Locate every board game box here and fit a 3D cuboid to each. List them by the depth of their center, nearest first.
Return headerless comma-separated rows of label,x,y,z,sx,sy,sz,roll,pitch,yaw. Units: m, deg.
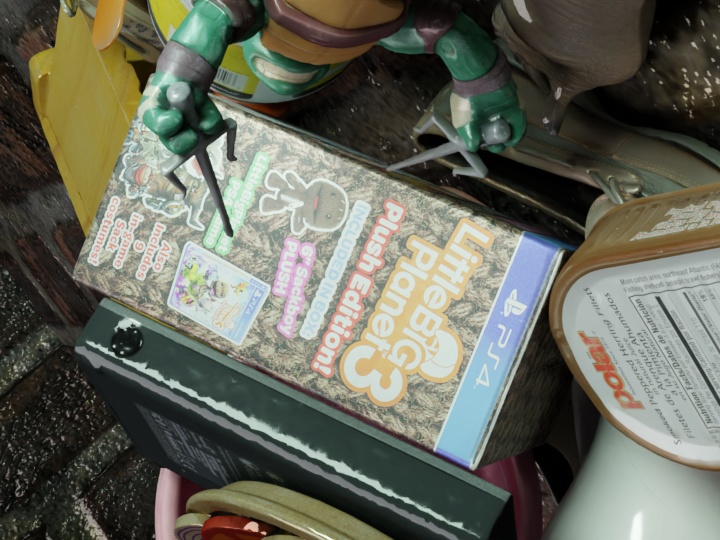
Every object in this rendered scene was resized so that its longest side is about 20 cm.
board game box,0.000,0.000,0.769,0.199,0.098,0.159,24,-175,17

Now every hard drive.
hard drive,-0.023,0.091,0.754,0.199,0.033,0.140,25,159,18

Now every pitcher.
pitcher,0.131,0.129,0.798,0.172,0.120,0.202,-133,49,-73

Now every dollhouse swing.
dollhouse swing,-0.100,-0.072,1.039,0.176,0.181,0.201,-47,62,49

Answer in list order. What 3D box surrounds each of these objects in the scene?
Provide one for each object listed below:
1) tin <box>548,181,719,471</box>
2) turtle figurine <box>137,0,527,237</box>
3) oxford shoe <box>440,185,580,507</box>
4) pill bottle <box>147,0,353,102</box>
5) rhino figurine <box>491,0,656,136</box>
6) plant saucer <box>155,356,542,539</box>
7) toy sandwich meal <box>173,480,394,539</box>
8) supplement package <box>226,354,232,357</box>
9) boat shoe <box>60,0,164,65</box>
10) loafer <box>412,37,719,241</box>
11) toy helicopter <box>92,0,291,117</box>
tin,0.152,0.020,0.617,0.199,0.042,0.113,-13,112,52
turtle figurine,-0.009,-0.086,0.585,0.200,0.148,0.102,134,122,-67
oxford shoe,0.086,0.047,0.893,0.201,0.074,0.071,53,164,-5
pill bottle,-0.030,-0.152,0.717,0.112,0.112,0.200,51,164,2
rhino figurine,0.075,-0.111,0.613,0.088,0.060,0.200,47,165,16
plant saucer,-0.006,0.127,0.877,0.201,0.200,0.051,50,179,5
toy sandwich meal,-0.004,0.173,0.754,0.204,0.071,0.206,28,157,13
supplement package,-0.002,0.092,1.000,0.151,0.200,0.152,50,164,5
boat shoe,-0.123,-0.147,0.915,0.200,0.062,0.074,32,-135,-48
loafer,0.103,-0.028,0.705,0.200,0.063,0.072,39,159,38
toy helicopter,-0.095,-0.171,0.861,0.079,0.132,0.201,-40,66,36
